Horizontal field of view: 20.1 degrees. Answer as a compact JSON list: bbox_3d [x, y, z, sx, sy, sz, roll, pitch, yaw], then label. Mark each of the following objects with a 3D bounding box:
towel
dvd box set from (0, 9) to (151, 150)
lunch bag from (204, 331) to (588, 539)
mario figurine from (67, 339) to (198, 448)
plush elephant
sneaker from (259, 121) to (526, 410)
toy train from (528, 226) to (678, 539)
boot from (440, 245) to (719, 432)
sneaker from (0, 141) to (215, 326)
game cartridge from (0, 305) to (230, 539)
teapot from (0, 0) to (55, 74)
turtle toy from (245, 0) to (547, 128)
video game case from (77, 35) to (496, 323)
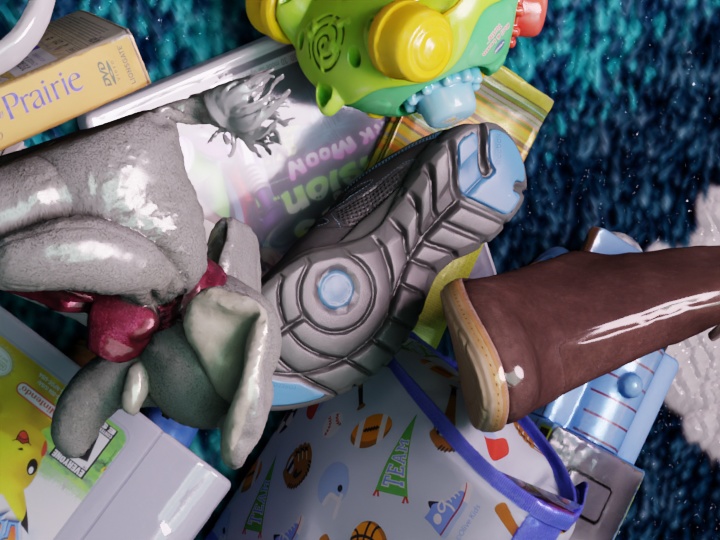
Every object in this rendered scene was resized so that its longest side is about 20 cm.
[{"bbox_3d":[0.034,-0.025,1.129,0.086,0.018,0.201,26,86,-24],"label":"towel"},{"bbox_3d":[-0.203,-0.066,0.940,0.199,0.146,0.030,-25,106,-12],"label":"dvd box set"},{"bbox_3d":[0.026,0.143,1.050,0.123,0.200,0.171,25,103,-27],"label":"lunch bag"},{"bbox_3d":[-0.139,0.141,1.043,0.105,0.123,0.202,18,85,-38],"label":"mario figurine"},{"bbox_3d":[-0.102,0.013,0.914,0.198,0.165,0.156,-19,99,6],"label":"plush elephant"},{"bbox_3d":[0.000,0.000,1.058,0.200,0.082,0.074,-39,108,-20],"label":"sneaker"},{"bbox_3d":[0.121,0.073,1.153,0.086,0.114,0.201,29,84,-25],"label":"toy train"},{"bbox_3d":[0.127,0.019,1.014,0.165,0.200,0.073,-13,97,6],"label":"boot"},{"bbox_3d":[-0.160,-0.009,1.034,0.199,0.081,0.077,25,69,-2],"label":"sneaker"},{"bbox_3d":[-0.181,0.099,1.009,0.199,0.040,0.134,35,84,8],"label":"game cartridge"},{"bbox_3d":[-0.256,-0.168,0.909,0.146,0.197,0.200,-48,122,-12],"label":"teapot"},{"bbox_3d":[0.045,-0.152,1.064,0.200,0.145,0.101,-50,130,-13],"label":"turtle toy"},{"bbox_3d":[-0.035,-0.037,1.118,0.199,0.023,0.183,-25,106,-20],"label":"video game case"}]
